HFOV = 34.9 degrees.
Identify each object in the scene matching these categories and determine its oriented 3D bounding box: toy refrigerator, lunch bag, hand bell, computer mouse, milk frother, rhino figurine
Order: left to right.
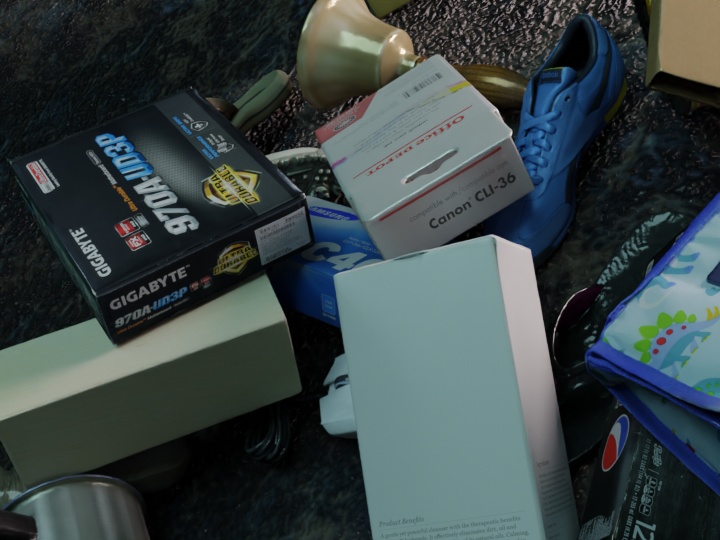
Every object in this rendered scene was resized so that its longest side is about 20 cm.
[{"bbox_3d":[-0.214,0.142,0.824,0.197,0.061,0.087,-14,28,-25],"label":"rhino figurine"},{"bbox_3d":[-0.148,0.202,0.714,0.198,0.181,0.189,-31,47,1],"label":"milk frother"},{"bbox_3d":[-0.147,0.069,0.782,0.197,0.077,0.070,-20,44,-10],"label":"toy refrigerator"},{"bbox_3d":[0.003,0.078,0.801,0.197,0.044,0.111,-8,53,27],"label":"computer mouse"},{"bbox_3d":[0.057,-0.159,0.924,0.198,0.104,0.105,20,69,29],"label":"hand bell"},{"bbox_3d":[0.240,0.043,0.583,0.199,0.128,0.170,38,73,24],"label":"lunch bag"}]

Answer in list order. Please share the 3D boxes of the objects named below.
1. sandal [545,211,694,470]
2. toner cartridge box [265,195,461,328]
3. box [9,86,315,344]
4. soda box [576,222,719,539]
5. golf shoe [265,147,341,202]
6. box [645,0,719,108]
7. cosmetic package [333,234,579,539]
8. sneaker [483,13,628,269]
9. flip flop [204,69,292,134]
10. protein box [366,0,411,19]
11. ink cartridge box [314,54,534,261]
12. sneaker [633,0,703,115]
[{"bbox_3d":[0.152,0.037,0.734,0.075,0.048,0.202,22,70,40],"label":"sandal"},{"bbox_3d":[0.000,0.000,0.831,0.198,0.044,0.094,19,33,39],"label":"toner cartridge box"},{"bbox_3d":[-0.146,-0.049,0.824,0.157,0.047,0.200,-26,42,-18],"label":"box"},{"bbox_3d":[0.185,0.080,0.655,0.070,0.063,0.202,23,65,-3],"label":"soda box"},{"bbox_3d":[-0.107,-0.067,0.959,0.197,0.079,0.098,-22,42,15],"label":"golf shoe"},{"bbox_3d":[0.276,-0.184,0.777,0.161,0.021,0.203,14,60,-3],"label":"box"},{"bbox_3d":[0.059,0.091,0.670,0.106,0.085,0.204,-11,80,24],"label":"cosmetic package"},{"bbox_3d":[0.131,-0.094,0.826,0.065,0.079,0.202,14,67,36],"label":"sneaker"},{"bbox_3d":[-0.132,-0.127,0.982,0.080,0.058,0.200,-8,31,46],"label":"flip flop"},{"bbox_3d":[0.011,-0.381,1.027,0.133,0.199,0.202,-27,48,12],"label":"protein box"},{"bbox_3d":[0.044,-0.073,0.801,0.115,0.068,0.200,-31,25,4],"label":"ink cartridge box"},{"bbox_3d":[0.252,-0.202,0.843,0.089,0.070,0.203,-12,53,9],"label":"sneaker"}]
